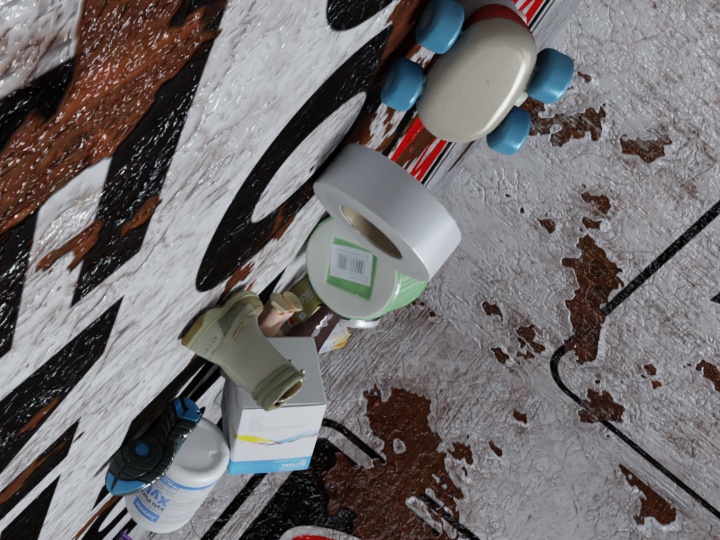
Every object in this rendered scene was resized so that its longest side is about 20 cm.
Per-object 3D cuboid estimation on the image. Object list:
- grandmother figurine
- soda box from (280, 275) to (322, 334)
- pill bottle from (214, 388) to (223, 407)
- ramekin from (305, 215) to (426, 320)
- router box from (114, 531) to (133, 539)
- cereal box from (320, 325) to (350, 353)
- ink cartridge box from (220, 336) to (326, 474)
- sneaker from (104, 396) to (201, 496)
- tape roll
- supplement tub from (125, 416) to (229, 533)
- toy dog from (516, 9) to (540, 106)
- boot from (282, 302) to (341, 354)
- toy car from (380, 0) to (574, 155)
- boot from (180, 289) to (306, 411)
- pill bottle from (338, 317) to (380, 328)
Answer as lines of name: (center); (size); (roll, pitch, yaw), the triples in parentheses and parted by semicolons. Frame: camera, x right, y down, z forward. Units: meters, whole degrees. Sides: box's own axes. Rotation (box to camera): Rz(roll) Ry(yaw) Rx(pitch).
grandmother figurine: (-0.181, 0.121, 1.669); (0.121, 0.061, 0.200); (7, 130, -52)
soda box: (-0.110, 0.064, 1.849); (0.068, 0.064, 0.200); (-53, 175, 30)
pill bottle: (-0.206, 0.310, 1.998); (0.109, 0.200, 0.109); (-51, 176, -5)
ramekin: (0.007, -0.016, 1.548); (0.200, 0.200, 0.098); (-53, 167, 32)
router box: (-0.607, 0.712, 2.179); (0.200, 0.051, 0.149); (-53, 177, 29)
cereal box: (-0.127, 0.160, 1.989); (0.199, 0.040, 0.144); (-16, 168, -10)
ink cartridge box: (-0.154, 0.231, 1.627); (0.200, 0.145, 0.147); (107, -23, -46)
sneaker: (-0.313, 0.278, 1.430); (0.082, 0.073, 0.200); (-52, 175, 40)
tape roll: (0.034, -0.075, 1.247); (0.071, 0.202, 0.202); (-51, 176, -9)
supplement tub: (-0.315, 0.349, 1.626); (0.132, 0.132, 0.200); (-46, 173, -50)
toy dog: (0.193, -0.313, 1.571); (0.193, 0.140, 0.200); (6, -130, 50)
boot: (-0.077, 0.128, 1.764); (0.166, 0.072, 0.200); (-44, 164, 3)
toy car: (0.139, -0.277, 1.171); (0.201, 0.184, 0.177); (-87, -156, -43)
boot: (-0.137, 0.106, 1.261); (0.072, 0.155, 0.200); (-52, 176, 16)
pill bottle: (0.000, 0.000, 1.811); (0.111, 0.111, 0.201); (-40, 143, -70)
